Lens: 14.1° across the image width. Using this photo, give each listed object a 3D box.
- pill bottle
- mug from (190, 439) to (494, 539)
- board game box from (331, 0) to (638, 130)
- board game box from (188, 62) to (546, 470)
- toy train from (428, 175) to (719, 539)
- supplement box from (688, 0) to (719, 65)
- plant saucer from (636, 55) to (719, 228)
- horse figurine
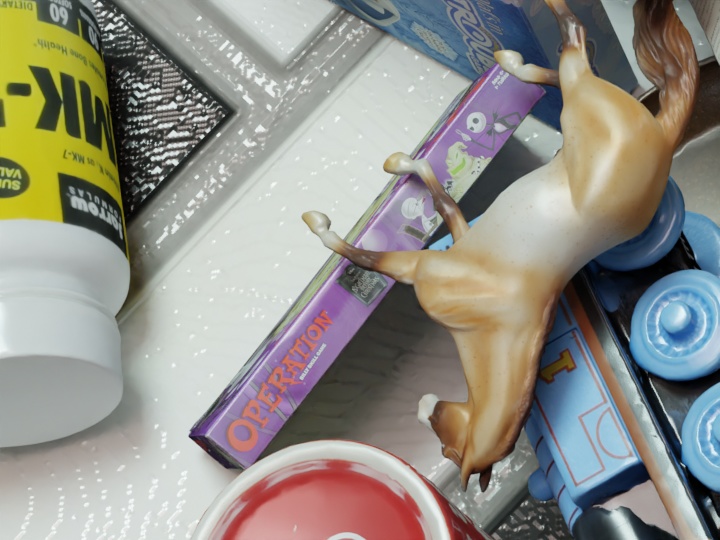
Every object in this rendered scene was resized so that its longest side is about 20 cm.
[{"bbox_3d":[-0.164,-0.030,1.322,0.114,0.114,0.201,-16,63,13],"label":"pill bottle"},{"bbox_3d":[0.028,0.162,1.114,0.133,0.200,0.178,-41,59,-2],"label":"mug"},{"bbox_3d":[0.011,-0.156,1.263,0.198,0.200,0.043,31,78,29],"label":"board game box"},{"bbox_3d":[0.000,0.000,1.248,0.032,0.120,0.200,39,83,-7],"label":"board game box"},{"bbox_3d":[0.110,0.048,1.167,0.114,0.087,0.201,-31,60,14],"label":"toy train"},{"bbox_3d":[0.201,-0.120,1.158,0.125,0.074,0.200,6,31,-13],"label":"supplement box"},{"bbox_3d":[0.177,0.000,1.228,0.199,0.035,0.201,-8,63,17],"label":"plant saucer"},{"bbox_3d":[0.067,-0.030,1.141,0.200,0.050,0.133,-47,55,8],"label":"horse figurine"}]
